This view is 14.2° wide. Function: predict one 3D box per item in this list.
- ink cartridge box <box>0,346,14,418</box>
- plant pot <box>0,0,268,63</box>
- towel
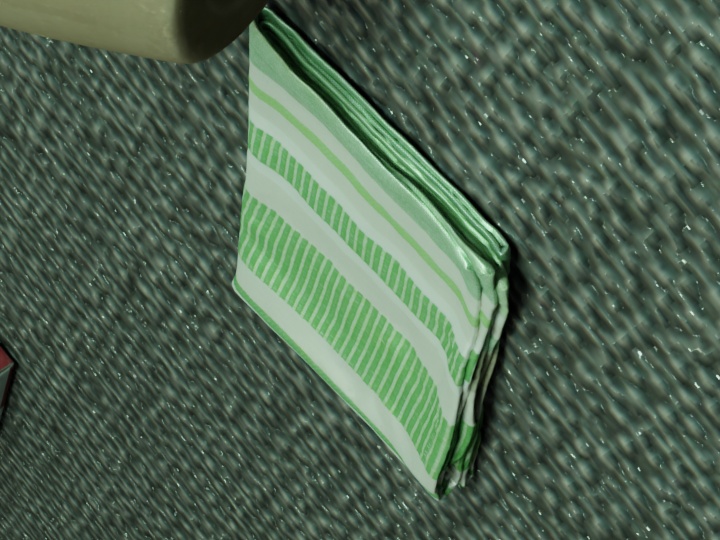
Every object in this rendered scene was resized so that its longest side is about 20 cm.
[{"bbox_3d":[-0.308,0.026,1.752,0.200,0.083,0.146,50,158,9],"label":"ink cartridge box"},{"bbox_3d":[-0.107,-0.155,0.979,0.174,0.200,0.200,28,151,14],"label":"plant pot"},{"bbox_3d":[0.000,0.000,1.181,0.153,0.023,0.200,46,157,20],"label":"towel"}]
